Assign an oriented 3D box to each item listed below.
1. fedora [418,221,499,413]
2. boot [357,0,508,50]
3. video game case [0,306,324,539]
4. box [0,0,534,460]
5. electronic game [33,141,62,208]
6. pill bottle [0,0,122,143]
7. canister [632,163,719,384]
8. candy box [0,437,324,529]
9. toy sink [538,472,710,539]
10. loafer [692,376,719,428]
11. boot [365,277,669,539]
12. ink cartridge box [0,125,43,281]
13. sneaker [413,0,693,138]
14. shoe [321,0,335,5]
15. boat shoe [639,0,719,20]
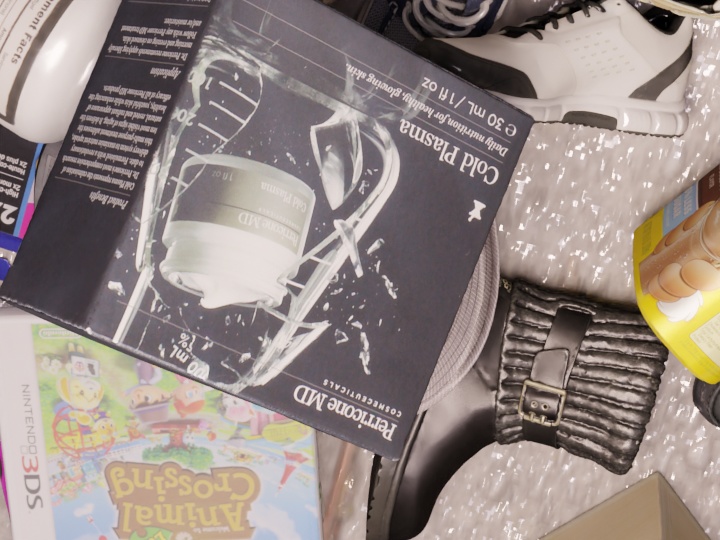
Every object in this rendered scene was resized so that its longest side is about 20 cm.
[{"bbox_3d":[0.000,0.000,1.264,0.177,0.090,0.200,4,94,-6],"label":"fedora"},{"bbox_3d":[0.048,-0.160,1.257,0.073,0.090,0.200,26,112,-6],"label":"boot"},{"bbox_3d":[-0.126,0.108,1.357,0.200,0.022,0.182,-1,111,5],"label":"video game case"},{"bbox_3d":[-0.048,-0.033,1.120,0.200,0.124,0.197,24,86,-31],"label":"box"},{"bbox_3d":[-0.100,-0.046,1.332,0.200,0.042,0.200,-5,119,-8],"label":"electronic game"},{"bbox_3d":[-0.189,-0.142,1.203,0.200,0.116,0.116,32,113,6],"label":"pill bottle"},{"bbox_3d":[0.258,-0.037,1.260,0.200,0.149,0.087,-39,105,20],"label":"canister"},{"bbox_3d":[-0.132,0.122,1.409,0.200,0.061,0.137,-7,111,7],"label":"candy box"},{"bbox_3d":[0.195,0.258,1.407,0.130,0.112,0.200,-32,106,17],"label":"toy sink"},{"bbox_3d":[0.284,0.031,1.320,0.068,0.070,0.201,31,114,-33],"label":"loafer"},{"bbox_3d":[0.097,0.103,1.369,0.158,0.079,0.211,19,113,-3],"label":"boot"},{"bbox_3d":[-0.198,-0.073,1.349,0.095,0.037,0.200,18,115,-2],"label":"ink cartridge box"},{"bbox_3d":[0.112,-0.125,1.249,0.200,0.074,0.080,0,107,-37],"label":"sneaker"},{"bbox_3d":[-0.019,-0.181,1.242,0.200,0.053,0.070,-40,127,1],"label":"shoe"},{"bbox_3d":[0.208,-0.172,1.230,0.200,0.068,0.075,1,114,-13],"label":"boat shoe"}]
